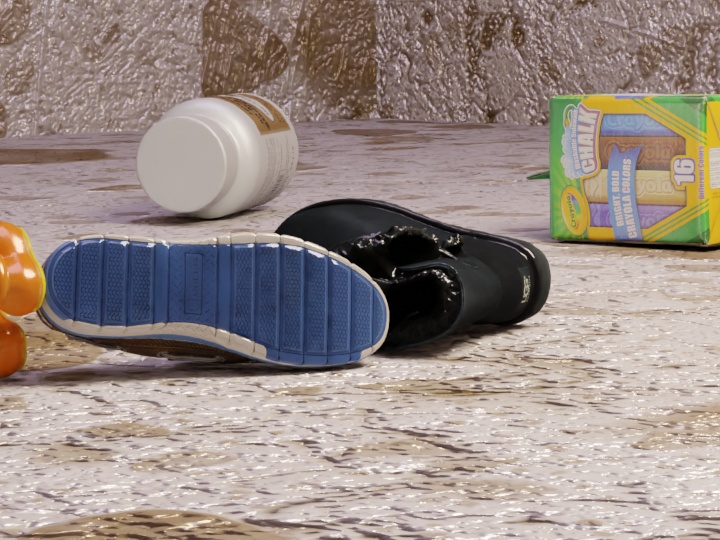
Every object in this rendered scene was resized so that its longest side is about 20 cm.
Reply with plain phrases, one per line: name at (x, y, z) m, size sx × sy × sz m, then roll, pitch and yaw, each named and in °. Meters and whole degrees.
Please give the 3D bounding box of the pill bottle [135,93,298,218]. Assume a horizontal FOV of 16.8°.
pill bottle at (-0.139, -0.108, 2.314) m, size 0.114 × 0.115 × 0.200 m, roll 1°, pitch 7°, yaw 15°

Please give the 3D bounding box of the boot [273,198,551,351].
boot at (0.000, 0.000, 1.489) m, size 0.200 × 0.077 × 0.168 m, roll 9°, pitch 6°, yaw 26°

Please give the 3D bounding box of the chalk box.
chalk box at (0.236, -0.088, 2.049) m, size 0.200 × 0.124 × 0.124 m, roll 5°, pitch 8°, yaw 38°

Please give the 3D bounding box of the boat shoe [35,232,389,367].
boat shoe at (-0.085, 0.017, 1.367) m, size 0.200 × 0.072 × 0.072 m, roll 10°, pitch -15°, yaw -16°

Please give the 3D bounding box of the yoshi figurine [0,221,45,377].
yoshi figurine at (-0.277, 0.018, 1.287) m, size 0.200 × 0.113 × 0.112 m, roll -8°, pitch -3°, yaw -36°
